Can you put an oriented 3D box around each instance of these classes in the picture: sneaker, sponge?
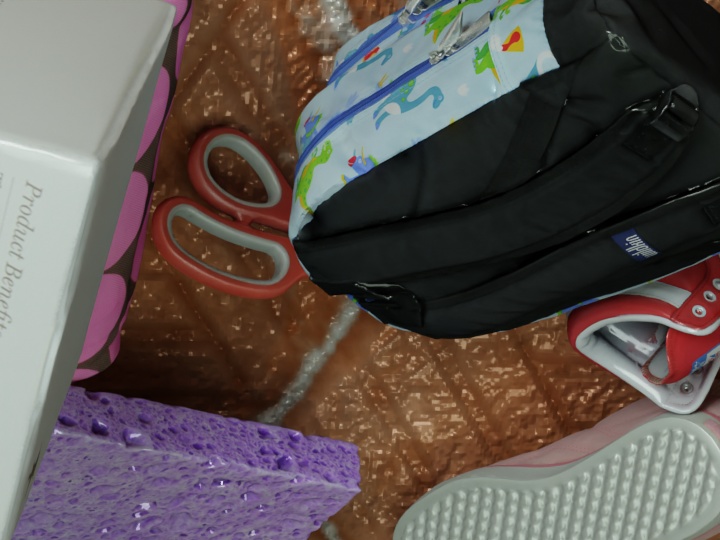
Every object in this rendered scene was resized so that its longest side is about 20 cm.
[{"bbox_3d":[0.115,0.106,1.325,0.200,0.105,0.076,-25,86,37],"label":"sneaker"},{"bbox_3d":[-0.109,0.096,1.266,0.199,0.030,0.112,14,141,-30],"label":"sponge"},{"bbox_3d":[0.181,0.003,1.240,0.199,0.113,0.071,-1,144,2],"label":"sneaker"}]

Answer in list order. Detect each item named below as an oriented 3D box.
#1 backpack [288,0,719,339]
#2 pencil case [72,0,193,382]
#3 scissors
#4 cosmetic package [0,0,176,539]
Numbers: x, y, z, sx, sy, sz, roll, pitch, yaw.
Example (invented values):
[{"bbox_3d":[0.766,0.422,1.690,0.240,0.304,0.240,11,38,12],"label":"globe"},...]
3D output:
[{"bbox_3d":[0.063,-0.049,1.173,0.200,0.154,0.163,-38,133,25],"label":"backpack"},{"bbox_3d":[-0.129,-0.053,1.197,0.093,0.091,0.201,17,118,5],"label":"pencil case"},{"bbox_3d":[0.000,0.000,1.261,0.200,0.073,0.014,25,151,-22],"label":"scissors"},{"bbox_3d":[-0.194,-0.028,1.069,0.199,0.166,0.168,17,116,-2],"label":"cosmetic package"}]
